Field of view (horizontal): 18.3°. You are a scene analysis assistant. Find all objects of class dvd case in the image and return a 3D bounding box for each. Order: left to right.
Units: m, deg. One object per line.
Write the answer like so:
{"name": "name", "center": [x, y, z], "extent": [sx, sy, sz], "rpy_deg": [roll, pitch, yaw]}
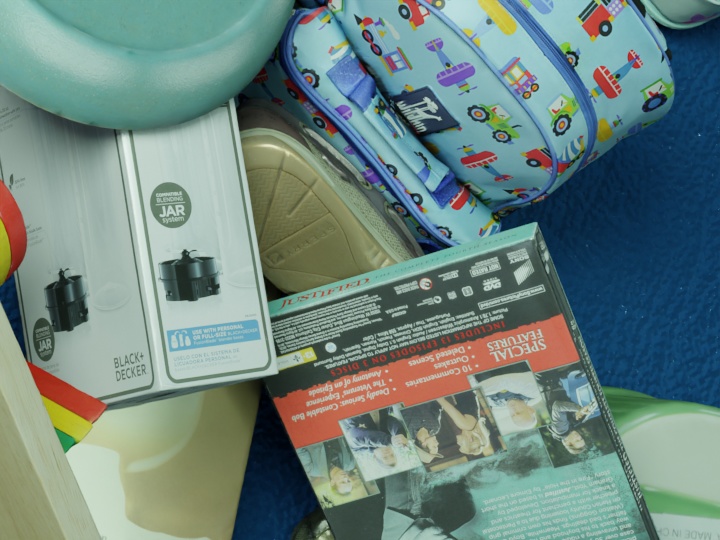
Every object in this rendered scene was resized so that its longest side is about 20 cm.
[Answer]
{"name": "dvd case", "center": [0.047, 0.087, 1.018], "extent": [0.145, 0.022, 0.201], "rpy_deg": [-17, 111, 18]}

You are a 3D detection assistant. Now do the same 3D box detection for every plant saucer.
{"name": "plant saucer", "center": [-0.099, -0.157, 0.893], "extent": [0.199, 0.027, 0.202], "rpy_deg": [11, 72, -34]}

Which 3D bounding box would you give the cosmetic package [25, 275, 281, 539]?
{"name": "cosmetic package", "center": [-0.102, 0.049, 1.051], "extent": [0.104, 0.071, 0.202], "rpy_deg": [14, 79, -22]}

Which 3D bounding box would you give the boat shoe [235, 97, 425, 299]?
{"name": "boat shoe", "center": [0.000, 0.000, 1.036], "extent": [0.200, 0.072, 0.065], "rpy_deg": [49, 29, -30]}

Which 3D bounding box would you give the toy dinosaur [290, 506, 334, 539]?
{"name": "toy dinosaur", "center": [0.034, 0.084, 1.107], "extent": [0.201, 0.088, 0.048], "rpy_deg": [-62, 151, -17]}

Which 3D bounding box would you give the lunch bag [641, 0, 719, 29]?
{"name": "lunch bag", "center": [0.206, -0.228, 1.216], "extent": [0.199, 0.077, 0.161], "rpy_deg": [-33, 100, -24]}

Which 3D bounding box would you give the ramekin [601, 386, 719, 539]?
{"name": "ramekin", "center": [0.144, 0.158, 1.139], "extent": [0.198, 0.098, 0.202], "rpy_deg": [2, 84, -24]}

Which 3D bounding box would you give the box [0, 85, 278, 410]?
{"name": "box", "center": [-0.104, -0.044, 0.954], "extent": [0.060, 0.116, 0.202], "rpy_deg": [-7, 84, -36]}

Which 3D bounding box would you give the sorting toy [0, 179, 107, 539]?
{"name": "sorting toy", "center": [-0.199, 0.033, 0.920], "extent": [0.070, 0.197, 0.201], "rpy_deg": [-51, 133, -43]}

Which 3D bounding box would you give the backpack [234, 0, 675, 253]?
{"name": "backpack", "center": [0.041, -0.099, 1.053], "extent": [0.135, 0.199, 0.183], "rpy_deg": [-48, 113, -20]}
